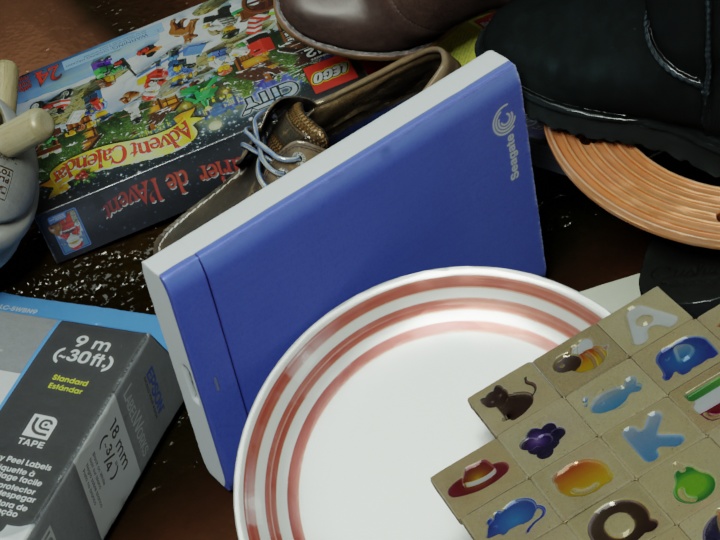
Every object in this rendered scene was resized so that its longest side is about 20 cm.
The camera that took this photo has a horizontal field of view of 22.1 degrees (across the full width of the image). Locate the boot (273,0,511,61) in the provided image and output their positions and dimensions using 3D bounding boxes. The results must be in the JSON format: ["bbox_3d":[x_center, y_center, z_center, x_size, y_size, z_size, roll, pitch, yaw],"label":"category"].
[{"bbox_3d":[0.047,-0.171,0.912,0.198,0.167,0.073,-6,73,3],"label":"boot"}]

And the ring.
[{"bbox_3d":[0.186,-0.079,0.884,0.198,0.019,0.202,-4,46,4],"label":"ring"}]

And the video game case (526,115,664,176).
[{"bbox_3d":[0.175,-0.100,0.978,0.199,0.019,0.143,-25,17,-13],"label":"video game case"}]

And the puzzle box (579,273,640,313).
[{"bbox_3d":[0.200,0.035,0.855,0.198,0.026,0.134,-16,41,-4],"label":"puzzle box"}]

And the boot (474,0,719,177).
[{"bbox_3d":[0.136,-0.129,0.814,0.197,0.163,0.073,25,53,29],"label":"boot"}]

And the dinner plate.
[{"bbox_3d":[0.043,0.091,0.799,0.198,0.024,0.202,-4,61,7],"label":"dinner plate"}]

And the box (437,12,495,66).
[{"bbox_3d":[0.023,-0.165,1.055,0.200,0.050,0.075,39,39,24],"label":"box"}]

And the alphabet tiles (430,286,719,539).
[{"bbox_3d":[0.122,0.075,0.723,0.166,0.006,0.200,-31,32,-5],"label":"alphabet tiles"}]

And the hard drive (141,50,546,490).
[{"bbox_3d":[0.000,0.000,0.862,0.199,0.133,0.025,-33,43,-22],"label":"hard drive"}]

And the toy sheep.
[{"bbox_3d":[-0.233,-0.048,0.969,0.199,0.138,0.138,-25,28,39],"label":"toy sheep"}]

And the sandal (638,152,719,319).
[{"bbox_3d":[0.172,-0.036,0.895,0.074,0.045,0.200,-9,21,18],"label":"sandal"}]

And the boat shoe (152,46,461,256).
[{"bbox_3d":[-0.030,-0.055,0.967,0.199,0.073,0.072,-33,47,-9],"label":"boat shoe"}]

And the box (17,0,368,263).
[{"bbox_3d":[-0.101,-0.094,1.056,0.198,0.038,0.137,-23,41,-4],"label":"box"}]

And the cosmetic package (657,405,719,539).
[{"bbox_3d":[0.156,0.152,0.685,0.106,0.091,0.201,4,40,22],"label":"cosmetic package"}]

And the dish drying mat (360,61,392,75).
[{"bbox_3d":[0.012,-0.111,1.076,0.076,0.018,0.201,-18,42,0],"label":"dish drying mat"}]

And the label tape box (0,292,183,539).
[{"bbox_3d":[-0.171,0.064,0.886,0.143,0.064,0.201,7,45,21],"label":"label tape box"}]
